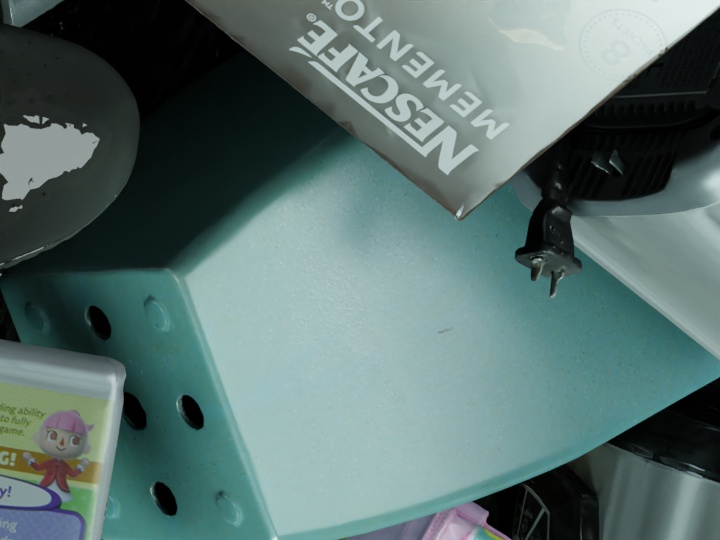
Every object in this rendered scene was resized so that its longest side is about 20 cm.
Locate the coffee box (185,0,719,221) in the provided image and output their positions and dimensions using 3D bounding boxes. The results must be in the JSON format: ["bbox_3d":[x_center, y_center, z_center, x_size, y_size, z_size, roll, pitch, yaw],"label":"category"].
[{"bbox_3d":[-0.005,-0.122,0.748,0.200,0.113,0.080,39,36,-18],"label":"coffee box"}]

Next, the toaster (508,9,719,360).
[{"bbox_3d":[0.129,-0.052,0.839,0.129,0.113,0.201,39,64,-34],"label":"toaster"}]

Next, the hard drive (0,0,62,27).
[{"bbox_3d":[-0.063,-0.178,0.867,0.200,0.033,0.140,-39,126,-38],"label":"hard drive"}]

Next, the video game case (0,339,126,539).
[{"bbox_3d":[-0.169,0.096,0.707,0.022,0.199,0.183,-122,-138,-86],"label":"video game case"}]

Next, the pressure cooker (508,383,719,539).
[{"bbox_3d":[0.138,0.151,1.073,0.176,0.178,0.201,6,100,-53],"label":"pressure cooker"}]

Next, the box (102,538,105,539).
[{"bbox_3d":[-0.065,0.163,0.949,0.200,0.032,0.121,47,64,-44],"label":"box"}]

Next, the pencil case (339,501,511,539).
[{"bbox_3d":[-0.022,0.155,0.906,0.200,0.087,0.088,-52,134,-29],"label":"pencil case"}]

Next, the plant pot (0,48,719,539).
[{"bbox_3d":[0.000,0.000,0.892,0.200,0.141,0.142,-30,108,-37],"label":"plant pot"}]

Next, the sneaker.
[{"bbox_3d":[-0.134,-0.039,0.711,0.199,0.088,0.074,0,78,-31],"label":"sneaker"}]
